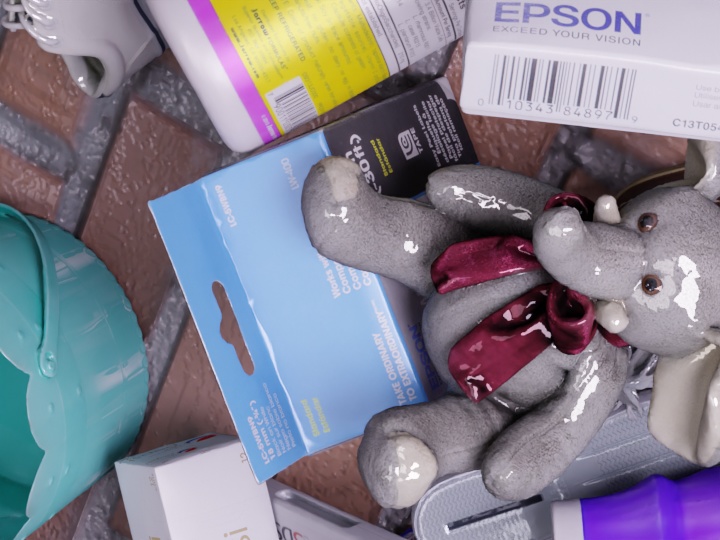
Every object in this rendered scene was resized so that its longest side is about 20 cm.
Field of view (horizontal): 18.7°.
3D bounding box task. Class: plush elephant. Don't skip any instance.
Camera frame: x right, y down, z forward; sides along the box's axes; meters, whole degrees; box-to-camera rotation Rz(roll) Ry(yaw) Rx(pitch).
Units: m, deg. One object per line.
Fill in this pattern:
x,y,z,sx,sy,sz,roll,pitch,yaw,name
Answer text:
0.097,0.011,0.959,0.155,0.200,0.165,-39,51,48,plush elephant

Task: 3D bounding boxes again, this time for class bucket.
-0.230,0.065,1.247,0.207,0.135,0.208,9,110,26,bucket

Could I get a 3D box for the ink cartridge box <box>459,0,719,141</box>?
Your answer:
0.145,-0.130,0.905,0.199,0.200,0.041,6,133,2,ink cartridge box

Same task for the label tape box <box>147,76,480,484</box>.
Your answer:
0.000,0.000,1.059,0.063,0.200,0.145,-18,96,33,label tape box

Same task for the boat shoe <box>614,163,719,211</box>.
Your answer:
0.200,-0.007,1.020,0.200,0.072,0.072,11,110,27,boat shoe

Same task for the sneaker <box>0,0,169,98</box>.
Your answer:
-0.151,-0.147,1.101,0.073,0.200,0.071,30,79,30,sneaker

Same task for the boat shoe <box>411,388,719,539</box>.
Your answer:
0.122,0.096,1.100,0.200,0.067,0.074,-11,100,9,boat shoe

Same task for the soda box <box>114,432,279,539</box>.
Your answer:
-0.075,0.194,1.207,0.068,0.064,0.200,-5,100,64,soda box

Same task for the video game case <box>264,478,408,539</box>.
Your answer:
-0.008,0.223,1.183,0.182,0.022,0.200,13,116,62,video game case

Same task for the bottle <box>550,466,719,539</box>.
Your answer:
0.190,0.125,1.022,0.199,0.084,0.065,-4,101,3,bottle

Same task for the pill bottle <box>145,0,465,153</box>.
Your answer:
0.003,-0.145,1.032,0.200,0.104,0.104,-29,90,-1,pill bottle

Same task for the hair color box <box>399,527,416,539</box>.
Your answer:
0.107,0.194,1.141,0.200,0.065,0.110,-4,102,32,hair color box
